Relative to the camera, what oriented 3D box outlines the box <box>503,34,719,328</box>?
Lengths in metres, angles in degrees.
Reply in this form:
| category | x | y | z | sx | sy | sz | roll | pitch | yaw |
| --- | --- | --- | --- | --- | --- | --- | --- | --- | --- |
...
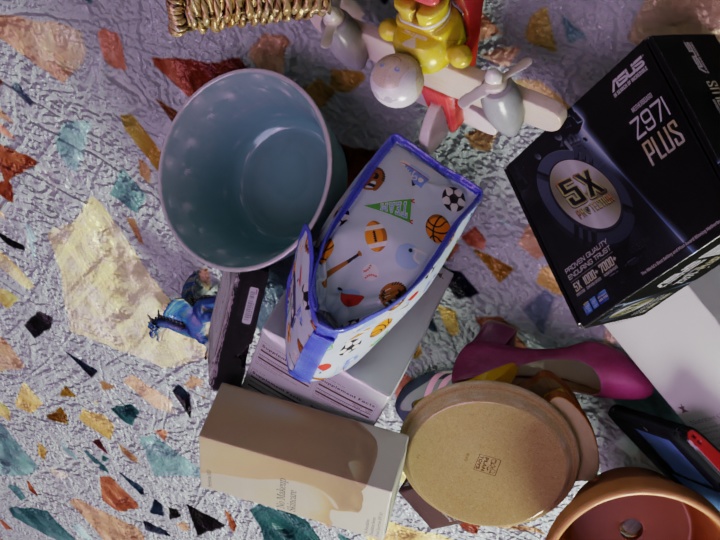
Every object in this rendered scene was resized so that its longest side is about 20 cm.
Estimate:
| category | x | y | z | sx | sy | sz | roll | pitch | yaw |
| --- | --- | --- | --- | --- | --- | --- | --- | --- | --- |
| box | 0.235 | -0.070 | 0.939 | 0.200 | 0.086 | 0.164 | -43 | 63 | 49 |

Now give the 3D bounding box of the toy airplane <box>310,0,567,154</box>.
| category | x | y | z | sx | sy | sz | roll | pitch | yaw |
| --- | --- | --- | --- | --- | --- | --- | --- | --- | --- |
| toy airplane | 0.057 | -0.176 | 0.975 | 0.199 | 0.141 | 0.200 | 54 | 145 | -12 |

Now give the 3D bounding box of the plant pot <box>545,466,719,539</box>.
| category | x | y | z | sx | sy | sz | roll | pitch | yaw |
| --- | --- | --- | --- | --- | --- | --- | --- | --- | --- |
| plant pot | 0.282 | 0.288 | 1.160 | 0.200 | 0.140 | 0.200 | 2 | 103 | 8 |

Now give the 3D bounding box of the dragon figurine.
| category | x | y | z | sx | sy | sz | roll | pitch | yaw |
| --- | --- | --- | --- | --- | --- | --- | --- | --- | --- |
| dragon figurine | -0.209 | 0.046 | 1.433 | 0.099 | 0.059 | 0.200 | 34 | 141 | 2 |

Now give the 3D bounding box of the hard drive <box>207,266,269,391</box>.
| category | x | y | z | sx | sy | sz | roll | pitch | yaw |
| --- | --- | --- | --- | --- | --- | --- | --- | --- | --- |
| hard drive | -0.135 | 0.034 | 1.246 | 0.038 | 0.200 | 0.140 | 13 | 105 | -10 |

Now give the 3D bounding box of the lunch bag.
| category | x | y | z | sx | sy | sz | roll | pitch | yaw |
| --- | --- | --- | --- | --- | --- | --- | --- | --- | --- |
| lunch bag | 0.000 | 0.000 | 1.056 | 0.124 | 0.200 | 0.170 | 32 | 157 | 2 |

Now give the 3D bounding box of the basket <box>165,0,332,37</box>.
| category | x | y | z | sx | sy | sz | roll | pitch | yaw |
| --- | --- | --- | --- | --- | --- | --- | --- | --- | --- |
| basket | -0.115 | -0.308 | 0.928 | 0.143 | 0.149 | 0.200 | 42 | 138 | 48 |

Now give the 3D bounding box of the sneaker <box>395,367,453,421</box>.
| category | x | y | z | sx | sy | sz | roll | pitch | yaw |
| --- | --- | --- | --- | --- | --- | --- | --- | --- | --- |
| sneaker | 0.103 | 0.158 | 1.302 | 0.200 | 0.082 | 0.070 | -22 | 113 | 45 |

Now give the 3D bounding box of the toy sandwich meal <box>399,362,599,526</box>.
| category | x | y | z | sx | sy | sz | roll | pitch | yaw |
| --- | --- | --- | --- | --- | --- | --- | --- | --- | --- |
| toy sandwich meal | 0.139 | 0.177 | 1.177 | 0.205 | 0.070 | 0.205 | 5 | 120 | 9 |

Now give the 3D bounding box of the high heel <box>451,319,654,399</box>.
| category | x | y | z | sx | sy | sz | roll | pitch | yaw |
| --- | --- | --- | --- | --- | --- | --- | --- | --- | --- |
| high heel | 0.197 | 0.113 | 1.184 | 0.200 | 0.096 | 0.067 | 21 | 137 | 18 |

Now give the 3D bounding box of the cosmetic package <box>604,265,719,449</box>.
| category | x | y | z | sx | sy | sz | roll | pitch | yaw |
| --- | --- | --- | --- | --- | --- | --- | --- | --- | --- |
| cosmetic package | 0.325 | 0.069 | 1.065 | 0.200 | 0.081 | 0.113 | 46 | 141 | -12 |

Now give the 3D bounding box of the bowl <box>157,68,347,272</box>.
| category | x | y | z | sx | sy | sz | roll | pitch | yaw |
| --- | --- | --- | --- | --- | --- | --- | --- | --- | --- |
| bowl | -0.093 | -0.095 | 1.151 | 0.201 | 0.105 | 0.201 | -2 | 86 | 27 |

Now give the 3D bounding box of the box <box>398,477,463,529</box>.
| category | x | y | z | sx | sy | sz | roll | pitch | yaw |
| --- | --- | --- | --- | --- | --- | --- | --- | --- | --- |
| box | 0.148 | 0.228 | 1.324 | 0.075 | 0.100 | 0.200 | 48 | 137 | -13 |

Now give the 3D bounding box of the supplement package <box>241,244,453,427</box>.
| category | x | y | z | sx | sy | sz | roll | pitch | yaw |
| --- | --- | --- | --- | --- | --- | --- | --- | --- | --- |
| supplement package | -0.025 | 0.088 | 1.238 | 0.147 | 0.191 | 0.200 | 28 | 139 | 3 |

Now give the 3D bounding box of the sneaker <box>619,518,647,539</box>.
| category | x | y | z | sx | sy | sz | roll | pitch | yaw |
| --- | --- | --- | --- | --- | --- | --- | --- | --- | --- |
| sneaker | 0.356 | 0.301 | 1.277 | 0.200 | 0.078 | 0.077 | 36 | 162 | -1 |

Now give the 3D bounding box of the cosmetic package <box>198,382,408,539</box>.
| category | x | y | z | sx | sy | sz | roll | pitch | yaw |
| --- | --- | --- | --- | --- | --- | --- | --- | --- | --- |
| cosmetic package | -0.059 | 0.194 | 1.155 | 0.200 | 0.071 | 0.105 | 14 | 139 | 8 |

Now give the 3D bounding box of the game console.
| category | x | y | z | sx | sy | sz | roll | pitch | yaw |
| --- | --- | --- | --- | --- | --- | --- | --- | --- | --- |
| game console | 0.344 | 0.209 | 1.145 | 0.177 | 0.031 | 0.200 | 41 | 173 | -7 |
